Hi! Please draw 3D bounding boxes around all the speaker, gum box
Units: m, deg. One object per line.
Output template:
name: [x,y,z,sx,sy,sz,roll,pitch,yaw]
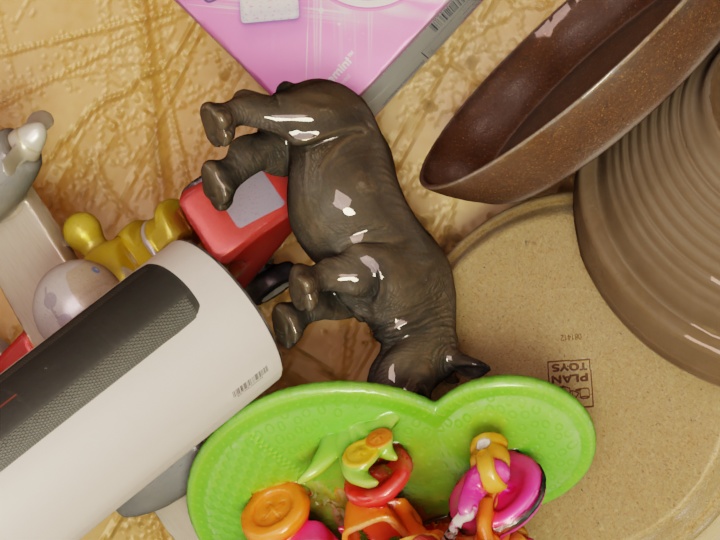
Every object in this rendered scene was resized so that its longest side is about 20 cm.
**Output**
speaker: [-0.132,0.076,0.984,0.200,0.081,0.081,-38,80,-20]
gum box: [0.012,-0.172,1.127,0.113,0.066,0.200,44,95,9]

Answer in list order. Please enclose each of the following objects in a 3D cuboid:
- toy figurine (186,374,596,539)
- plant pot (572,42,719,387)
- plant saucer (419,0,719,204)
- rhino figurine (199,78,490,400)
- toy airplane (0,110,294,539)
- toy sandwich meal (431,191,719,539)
toy figurine: [0.015,0.157,0.983,0.199,0.185,0.151,-20,127,16]
plant pot: [0.199,-0.050,1.029,0.199,0.093,0.202,0,57,-1]
plant saucer: [0.112,-0.096,1.049,0.200,0.200,0.035,-43,101,6]
rhino figurine: [0.000,0.000,1.059,0.087,0.060,0.201,-26,88,-28]
toy airplane: [-0.135,0.025,1.107,0.198,0.141,0.201,11,89,11]
toy sandwich meal: [0.116,0.061,1.099,0.204,0.070,0.207,-2,84,22]
